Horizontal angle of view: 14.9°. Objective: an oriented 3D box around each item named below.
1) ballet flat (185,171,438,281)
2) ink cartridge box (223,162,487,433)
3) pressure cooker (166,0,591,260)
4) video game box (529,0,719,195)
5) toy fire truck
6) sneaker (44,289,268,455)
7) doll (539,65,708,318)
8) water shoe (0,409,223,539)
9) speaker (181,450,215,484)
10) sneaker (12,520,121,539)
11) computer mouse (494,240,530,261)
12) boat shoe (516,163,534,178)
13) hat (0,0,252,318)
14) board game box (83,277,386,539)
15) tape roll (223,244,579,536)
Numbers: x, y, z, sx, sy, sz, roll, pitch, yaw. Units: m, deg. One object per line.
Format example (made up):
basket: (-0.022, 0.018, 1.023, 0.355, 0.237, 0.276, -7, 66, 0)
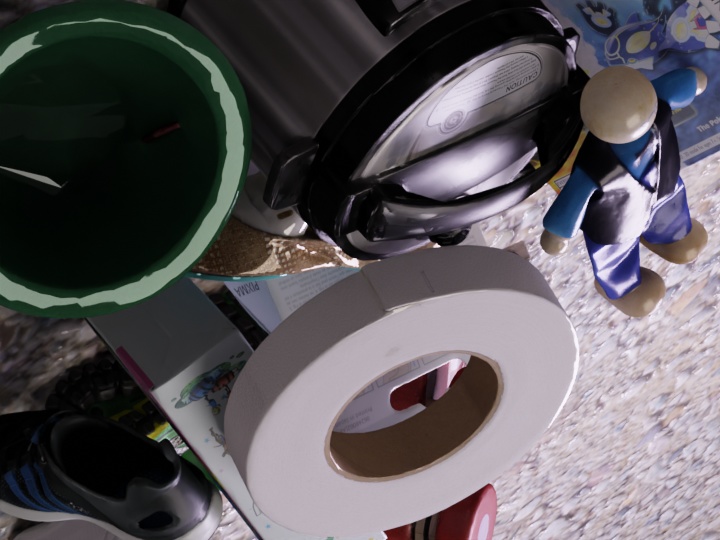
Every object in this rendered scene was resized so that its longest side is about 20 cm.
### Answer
ballet flat: (-0.027, -0.033, 1.545, 0.200, 0.071, 0.065, -3, 130, -38)
ink cartridge box: (0.000, 0.000, 1.629, 0.160, 0.200, 0.047, -24, -176, -35)
pressure cooker: (0.017, -0.104, 1.459, 0.176, 0.200, 0.179, -43, 156, 8)
video game box: (0.140, -0.137, 1.534, 0.200, 0.182, 0.047, -28, -162, 45)
toy fire truck: (0.048, 0.106, 1.847, 0.168, 0.112, 0.200, -48, 145, -57)
sneaker: (-0.114, 0.076, 1.753, 0.200, 0.078, 0.085, -21, 158, -21)
doll: (0.146, -0.053, 1.480, 0.136, 0.048, 0.200, -50, 154, -12)
water shoe: (-0.165, 0.105, 1.608, 0.072, 0.200, 0.079, -55, 139, -28)
speaker: (-0.034, 0.100, 1.887, 0.200, 0.088, 0.088, -8, 140, -52)
sneaker: (-0.138, 0.161, 1.796, 0.112, 0.073, 0.200, -26, -175, -39)
computer mouse: (0.037, -0.005, 1.769, 0.138, 0.053, 0.200, -27, -167, 6)
boat shoe: (0.057, -0.064, 1.758, 0.200, 0.066, 0.070, -21, 149, -39)
hat: (-0.161, -0.080, 1.449, 0.166, 0.176, 0.200, 25, 108, -25)
board game box: (-0.081, 0.080, 1.607, 0.064, 0.148, 0.200, -39, 130, -5)
tape roll: (0.023, 0.068, 1.505, 0.203, 0.037, 0.203, -18, 142, -14)
